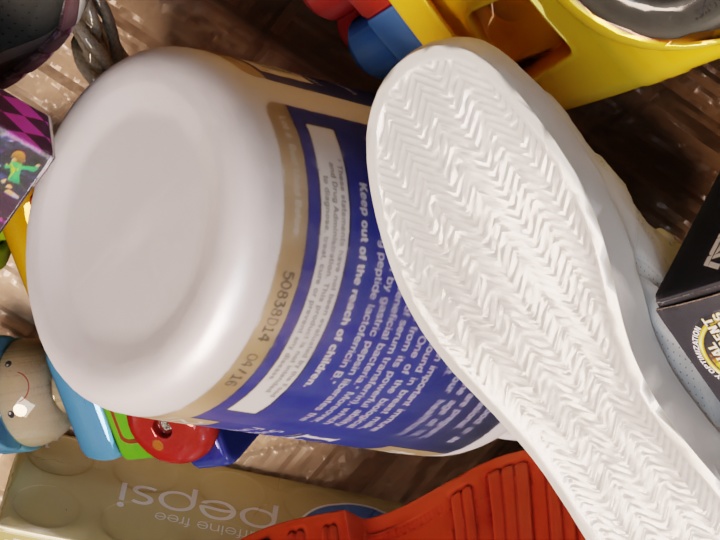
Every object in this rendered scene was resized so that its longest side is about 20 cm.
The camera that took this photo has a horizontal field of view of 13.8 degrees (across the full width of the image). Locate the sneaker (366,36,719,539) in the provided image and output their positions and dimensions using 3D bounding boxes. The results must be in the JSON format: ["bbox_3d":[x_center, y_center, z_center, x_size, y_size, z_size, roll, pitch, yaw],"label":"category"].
[{"bbox_3d":[0.079,0.004,0.932,0.073,0.116,0.201,-23,103,31],"label":"sneaker"}]

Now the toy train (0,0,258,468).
[{"bbox_3d":[-0.109,-0.024,1.039,0.115,0.085,0.201,-9,112,29],"label":"toy train"}]

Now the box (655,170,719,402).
[{"bbox_3d":[0.183,0.001,0.952,0.049,0.200,0.161,-19,119,41],"label":"box"}]

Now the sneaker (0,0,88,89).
[{"bbox_3d":[-0.161,-0.050,0.956,0.076,0.116,0.200,37,147,-12],"label":"sneaker"}]

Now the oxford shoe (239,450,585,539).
[{"bbox_3d":[0.046,0.112,1.031,0.199,0.071,0.073,-9,145,18],"label":"oxford shoe"}]

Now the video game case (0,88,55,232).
[{"bbox_3d":[-0.224,-0.019,0.904,0.200,0.036,0.182,29,111,-21],"label":"video game case"}]

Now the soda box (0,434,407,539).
[{"bbox_3d":[-0.039,0.120,1.112,0.199,0.068,0.064,12,120,-3],"label":"soda box"}]

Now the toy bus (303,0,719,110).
[{"bbox_3d":[0.037,-0.142,0.936,0.192,0.136,0.200,-24,114,35],"label":"toy bus"}]

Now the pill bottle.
[{"bbox_3d":[0.000,0.000,0.972,0.199,0.116,0.116,11,127,-42],"label":"pill bottle"}]
